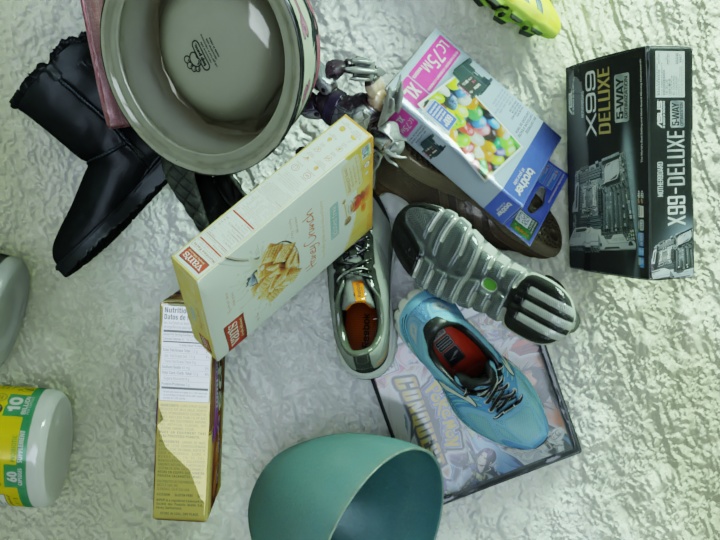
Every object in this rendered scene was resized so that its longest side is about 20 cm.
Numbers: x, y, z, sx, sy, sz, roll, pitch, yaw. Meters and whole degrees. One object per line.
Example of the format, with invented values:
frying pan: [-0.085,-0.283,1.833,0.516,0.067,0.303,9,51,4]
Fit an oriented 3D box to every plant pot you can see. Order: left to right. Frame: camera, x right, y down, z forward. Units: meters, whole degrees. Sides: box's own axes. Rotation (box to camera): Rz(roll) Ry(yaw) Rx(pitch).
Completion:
plant pot: [-0.030,0.240,0.999,0.133,0.199,0.204,19,95,34]

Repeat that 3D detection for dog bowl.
dog bowl: [-0.121,-0.189,0.893,0.197,0.074,0.204,10,115,22]

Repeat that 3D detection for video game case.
video game case: [0.108,0.120,1.057,0.178,0.026,0.203,-20,94,0]

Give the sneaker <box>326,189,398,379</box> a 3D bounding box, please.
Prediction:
sneaker: [0.000,0.000,1.009,0.073,0.079,0.204,-8,78,5]

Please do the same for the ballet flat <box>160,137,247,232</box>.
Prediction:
ballet flat: [-0.123,-0.045,1.003,0.066,0.057,0.201,-43,117,-11]

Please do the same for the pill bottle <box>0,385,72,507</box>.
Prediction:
pill bottle: [-0.388,0.165,1.008,0.196,0.113,0.115,5,95,-1]

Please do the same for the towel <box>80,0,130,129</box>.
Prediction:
towel: [-0.159,-0.220,0.995,0.197,0.023,0.147,-12,92,-22]

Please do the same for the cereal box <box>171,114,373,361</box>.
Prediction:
cereal box: [-0.069,-0.025,0.904,0.039,0.145,0.200,39,68,20]

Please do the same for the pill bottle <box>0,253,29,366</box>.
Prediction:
pill bottle: [-0.429,0.019,0.996,0.197,0.114,0.116,15,94,-2]

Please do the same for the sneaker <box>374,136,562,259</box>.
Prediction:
sneaker: [0.105,-0.064,1.030,0.198,0.071,0.076,31,136,-12]

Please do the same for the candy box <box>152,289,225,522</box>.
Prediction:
candy box: [-0.162,0.125,1.008,0.055,0.117,0.204,4,94,-2]

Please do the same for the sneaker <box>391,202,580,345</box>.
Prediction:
sneaker: [0.123,0.009,0.995,0.199,0.115,0.076,36,100,23]

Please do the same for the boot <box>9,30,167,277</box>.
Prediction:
boot: [-0.268,-0.117,1.009,0.162,0.073,0.198,44,85,-6]

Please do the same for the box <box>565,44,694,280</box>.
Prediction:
box: [0.248,-0.098,0.974,0.049,0.158,0.204,-3,96,-15]

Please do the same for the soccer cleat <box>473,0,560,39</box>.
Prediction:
soccer cleat: [0.125,-0.304,1.005,0.199,0.065,0.084,40,91,-3]

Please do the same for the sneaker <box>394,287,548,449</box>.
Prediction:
sneaker: [0.109,0.107,0.991,0.078,0.090,0.200,-44,108,3]

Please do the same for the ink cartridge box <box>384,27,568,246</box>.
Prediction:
ink cartridge box: [0.116,-0.129,0.998,0.199,0.042,0.120,42,50,-6]

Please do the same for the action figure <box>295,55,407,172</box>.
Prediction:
action figure: [-0.037,-0.156,0.952,0.199,0.069,0.131,37,125,13]
